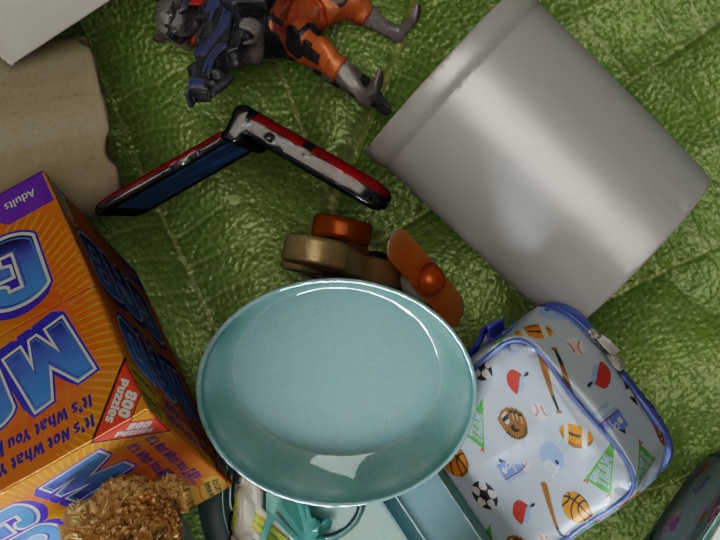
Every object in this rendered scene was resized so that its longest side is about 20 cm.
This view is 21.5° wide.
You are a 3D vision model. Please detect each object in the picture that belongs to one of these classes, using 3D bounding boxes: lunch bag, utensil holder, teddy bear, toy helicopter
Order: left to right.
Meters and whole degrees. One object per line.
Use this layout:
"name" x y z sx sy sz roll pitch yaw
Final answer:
"teddy bear" -0.150 0.238 1.293 0.144 0.067 0.201 14 113 -11
"toy helicopter" 0.000 0.000 1.373 0.131 0.200 0.080 12 87 18
"lunch bag" 0.125 0.116 1.378 0.161 0.200 0.075 52 47 5
"utensil holder" 0.132 -0.080 1.389 0.200 0.170 0.170 43 91 0
"lunch bag" 0.256 0.205 1.359 0.077 0.200 0.161 36 89 1

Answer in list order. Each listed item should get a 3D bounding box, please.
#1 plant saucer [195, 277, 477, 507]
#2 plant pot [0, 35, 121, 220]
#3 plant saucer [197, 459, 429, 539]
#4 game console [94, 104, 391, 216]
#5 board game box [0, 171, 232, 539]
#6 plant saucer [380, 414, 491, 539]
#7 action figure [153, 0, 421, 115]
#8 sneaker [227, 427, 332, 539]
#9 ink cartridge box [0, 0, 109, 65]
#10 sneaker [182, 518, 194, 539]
"plant saucer" -0.017 0.080 1.346 0.198 0.036 0.201 0 124 1
"plant pot" -0.277 -0.091 1.406 0.182 0.200 0.202 -12 88 -10
"plant saucer" -0.029 0.173 1.458 0.198 0.027 0.202 0 88 2
"game console" -0.078 -0.050 1.378 0.172 0.200 0.119 30 93 1
"board game box" -0.242 0.091 1.354 0.199 0.200 0.201 -28 66 2
"plant saucer" 0.034 0.151 1.417 0.070 0.019 0.201 -36 87 44
"action figure" -0.070 -0.165 1.424 0.192 0.105 0.201 16 52 9
"sneaker" -0.061 0.204 1.412 0.079 0.078 0.202 7 89 -6
"ink cartridge box" -0.236 -0.257 1.388 0.145 0.200 0.085 -33 125 2
"sneaker" -0.157 0.237 1.411 0.073 0.118 0.201 -28 77 3
